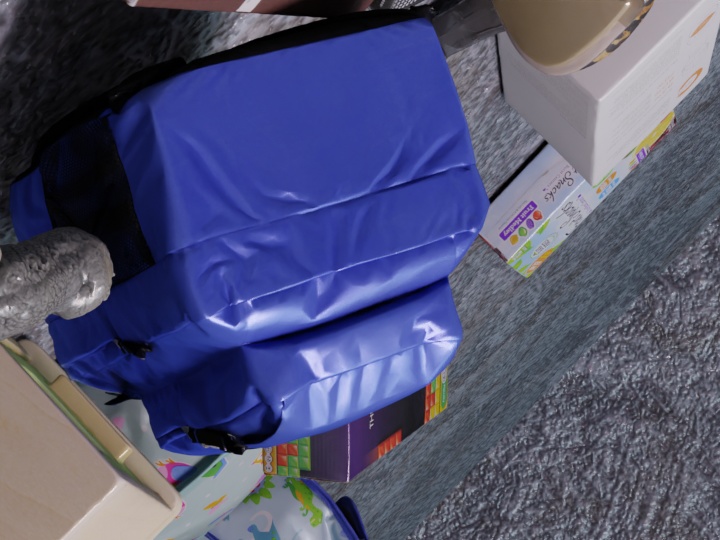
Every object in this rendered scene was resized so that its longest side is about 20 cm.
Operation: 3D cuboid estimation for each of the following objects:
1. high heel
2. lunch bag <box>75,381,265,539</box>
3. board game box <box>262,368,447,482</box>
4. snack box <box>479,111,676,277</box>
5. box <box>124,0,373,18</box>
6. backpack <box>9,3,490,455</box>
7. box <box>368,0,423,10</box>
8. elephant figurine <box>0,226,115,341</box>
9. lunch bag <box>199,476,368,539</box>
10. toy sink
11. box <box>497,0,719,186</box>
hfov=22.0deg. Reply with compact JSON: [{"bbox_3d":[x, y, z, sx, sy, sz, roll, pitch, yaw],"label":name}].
[{"bbox_3d":[0.130,-0.167,1.054,0.142,0.072,0.199,-32,-163,-29],"label":"high heel"},{"bbox_3d":[-0.096,0.075,1.114,0.200,0.122,0.170,-43,167,16],"label":"lunch bag"},{"bbox_3d":[0.000,0.000,1.051,0.165,0.056,0.202,-29,120,-66],"label":"board game box"},{"bbox_3d":[0.192,-0.087,1.643,0.200,0.053,0.142,-46,166,5],"label":"snack box"},{"bbox_3d":[-0.034,-0.156,0.709,0.100,0.075,0.200,-50,168,21],"label":"box"},{"bbox_3d":[-0.061,-0.008,0.796,0.161,0.169,0.200,-11,179,-31],"label":"backpack"},{"bbox_3d":[0.092,-0.233,0.913,0.193,0.047,0.200,-36,164,-44],"label":"box"},{"bbox_3d":[-0.192,0.003,0.615,0.140,0.156,0.200,-14,-154,19],"label":"elephant figurine"},{"bbox_3d":[-0.071,0.251,1.528,0.127,0.200,0.170,-45,169,-35],"label":"lunch bag"},{"bbox_3d":[-0.176,0.107,0.942,0.112,0.130,0.200,-43,166,-7],"label":"toy sink"},{"bbox_3d":[0.170,-0.157,1.268,0.124,0.097,0.200,-44,166,-5],"label":"box"}]
